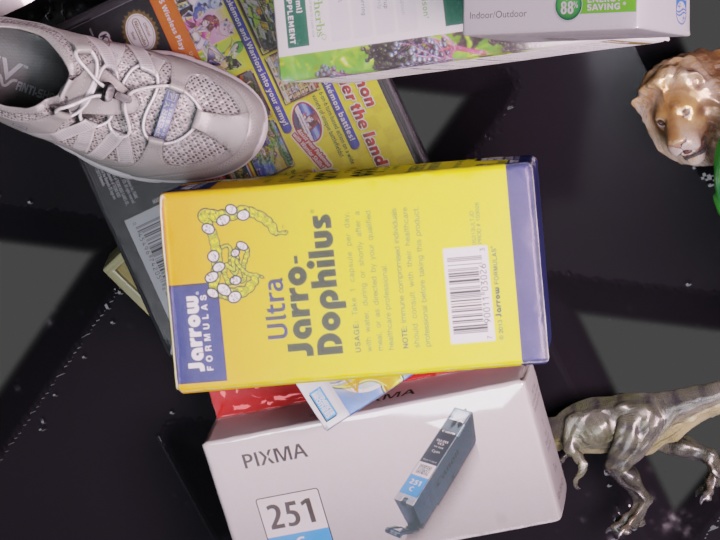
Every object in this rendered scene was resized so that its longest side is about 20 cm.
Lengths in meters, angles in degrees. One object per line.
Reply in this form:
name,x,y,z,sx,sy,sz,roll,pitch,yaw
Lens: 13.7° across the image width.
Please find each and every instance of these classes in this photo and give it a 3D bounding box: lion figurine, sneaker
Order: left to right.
sneaker,-0.149,-0.092,1.639,0.200,0.082,0.075,12,92,-6
lion figurine,0.261,-0.107,1.676,0.200,0.072,0.123,-33,107,13

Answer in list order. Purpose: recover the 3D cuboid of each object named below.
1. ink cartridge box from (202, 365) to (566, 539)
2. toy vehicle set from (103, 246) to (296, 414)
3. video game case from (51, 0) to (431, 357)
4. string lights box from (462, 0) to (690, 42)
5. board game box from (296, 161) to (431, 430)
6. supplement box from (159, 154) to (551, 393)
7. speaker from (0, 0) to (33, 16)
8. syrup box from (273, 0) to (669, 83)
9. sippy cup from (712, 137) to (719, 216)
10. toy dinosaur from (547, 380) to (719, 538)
ink cartridge box,0.004,0.080,1.764,0.200,0.045,0.176,-12,108,13
toy vehicle set,-0.041,0.025,1.792,0.124,0.027,0.200,-40,103,21
video game case,-0.067,-0.078,1.691,0.181,0.026,0.200,-25,88,6
string lights box,0.108,-0.216,1.482,0.103,0.059,0.200,0,90,34
board game box,-0.017,-0.028,1.718,0.135,0.034,0.200,-34,89,5
supplement box,0.000,0.000,1.618,0.200,0.109,0.110,-5,94,4
speaker,-0.237,-0.238,1.677,0.081,0.081,0.200,-20,108,15
syrup box,0.057,-0.149,1.591,0.200,0.081,0.079,-5,90,29
sippy cup,0.264,-0.023,1.608,0.139,0.130,0.178,-23,124,15
toy dinosaur,0.173,0.104,1.789,0.200,0.047,0.088,-16,103,10
